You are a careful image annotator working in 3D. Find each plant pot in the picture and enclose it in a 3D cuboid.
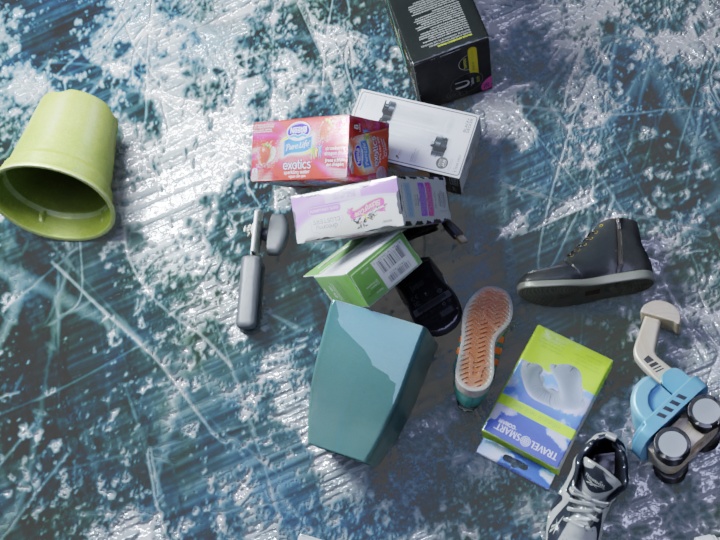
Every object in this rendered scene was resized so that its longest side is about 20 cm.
[{"bbox_3d":[-0.470,-0.179,1.741,0.200,0.201,0.185,1,58,9],"label":"plant pot"},{"bbox_3d":[0.005,0.167,1.550,0.141,0.141,0.201,17,80,15],"label":"plant pot"}]

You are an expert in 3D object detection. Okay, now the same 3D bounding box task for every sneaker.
[{"bbox_3d":[0.321,-0.013,1.606,0.199,0.075,0.107,-6,63,-3],"label":"sneaker"},{"bbox_3d":[0.169,0.113,1.581,0.071,0.080,0.200,17,51,6],"label":"sneaker"},{"bbox_3d":[0.302,0.300,1.452,0.079,0.130,0.199,28,76,19],"label":"sneaker"}]

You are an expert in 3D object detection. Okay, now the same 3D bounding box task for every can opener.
[{"bbox_3d":[-0.155,-0.002,1.682,0.066,0.053,0.201,4,70,10],"label":"can opener"}]

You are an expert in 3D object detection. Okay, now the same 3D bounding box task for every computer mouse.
[{"bbox_3d":[0.114,0.007,1.643,0.140,0.046,0.200,-36,56,-1],"label":"computer mouse"}]

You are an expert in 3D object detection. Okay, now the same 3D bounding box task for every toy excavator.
[{"bbox_3d":[0.419,0.160,1.513,0.194,0.100,0.200,-41,60,-9],"label":"toy excavator"}]

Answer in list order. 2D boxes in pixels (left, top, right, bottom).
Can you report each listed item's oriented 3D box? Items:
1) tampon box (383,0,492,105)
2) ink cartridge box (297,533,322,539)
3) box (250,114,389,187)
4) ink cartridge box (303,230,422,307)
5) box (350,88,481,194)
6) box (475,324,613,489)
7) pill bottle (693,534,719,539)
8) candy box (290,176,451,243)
[{"bbox_3d":[0.119,-0.387,1.733,0.126,0.150,0.201,-19,68,2],"label":"tampon box"},{"bbox_3d":[-0.042,0.436,1.419,0.084,0.200,0.145,13,71,18],"label":"ink cartridge box"},{"bbox_3d":[-0.062,-0.178,1.657,0.200,0.100,0.096,2,89,40],"label":"box"},{"bbox_3d":[0.000,0.000,1.590,0.104,0.200,0.059,-39,101,-17],"label":"ink cartridge box"},{"bbox_3d":[0.079,-0.203,1.718,0.199,0.060,0.117,14,72,14],"label":"box"},{"bbox_3d":[0.258,0.191,1.546,0.122,0.048,0.200,26,74,18],"label":"box"},{"bbox_3d":[0.536,0.370,1.397,0.199,0.113,0.113,-10,68,6],"label":"pill bottle"},{"bbox_3d":[0.019,-0.089,1.583,0.167,0.200,0.072,-8,91,23],"label":"candy box"}]
